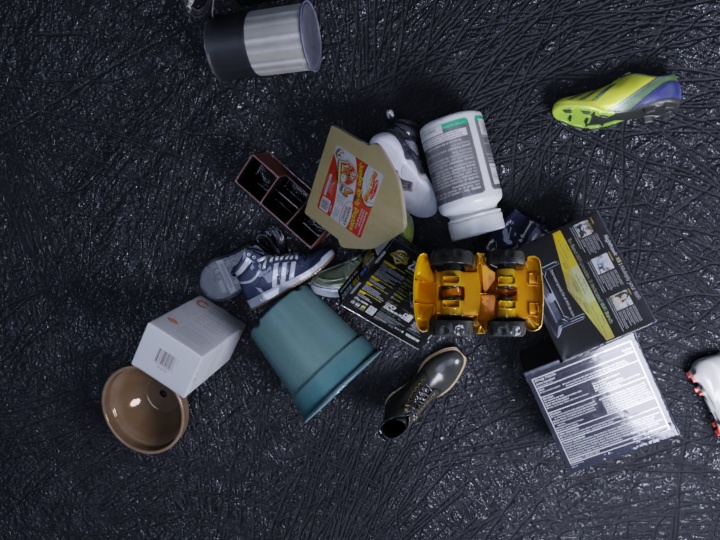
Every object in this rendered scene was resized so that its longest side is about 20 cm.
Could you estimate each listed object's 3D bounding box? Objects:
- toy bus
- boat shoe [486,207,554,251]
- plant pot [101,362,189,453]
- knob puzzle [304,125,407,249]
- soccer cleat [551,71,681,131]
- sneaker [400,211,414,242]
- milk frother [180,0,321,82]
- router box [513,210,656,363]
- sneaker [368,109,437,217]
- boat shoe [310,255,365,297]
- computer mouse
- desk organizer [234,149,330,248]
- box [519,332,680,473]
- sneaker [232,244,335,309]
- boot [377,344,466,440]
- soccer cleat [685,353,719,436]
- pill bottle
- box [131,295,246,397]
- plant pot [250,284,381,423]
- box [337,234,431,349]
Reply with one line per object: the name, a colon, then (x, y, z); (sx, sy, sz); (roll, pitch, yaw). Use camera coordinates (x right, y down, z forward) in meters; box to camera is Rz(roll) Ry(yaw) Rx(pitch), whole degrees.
toy bus: (0.193, 0.046, 0.977); (0.196, 0.192, 0.138); (0, 81, 10)
boat shoe: (0.254, -0.019, 1.063); (0.092, 0.075, 0.201); (40, 100, 9)
plant pot: (-0.453, 0.287, 1.285); (0.197, 0.093, 0.205); (3, 103, 14)
knob puzzle: (0.005, -0.127, 1.014); (0.217, 0.030, 0.223); (13, 112, 34)
soccer cleat: (0.420, -0.285, 0.972); (0.197, 0.065, 0.085); (-1, 73, 18)
sneaker: (0.032, -0.122, 1.077); (0.077, 0.090, 0.202); (-29, 96, 16)
milk frother: (-0.184, -0.431, 1.005); (0.185, 0.200, 0.184); (-3, 98, 14)
router box: (0.357, 0.027, 0.961); (0.155, 0.052, 0.203); (-24, 75, 10)
sneaker: (0.091, -0.194, 1.054); (0.075, 0.115, 0.200); (-11, 136, 33)
boat shoe: (0.000, 0.000, 1.113); (0.196, 0.072, 0.063); (-9, 126, 2)
computer mouse: (-0.231, 0.000, 1.193); (0.197, 0.053, 0.141); (-19, 96, 4)
desk organizer: (-0.138, -0.136, 1.121); (0.199, 0.077, 0.072); (41, 108, 2)
box: (0.415, 0.212, 1.041); (0.198, 0.123, 0.201); (-25, 96, 15)
sneaker: (-0.153, -0.018, 1.126); (0.198, 0.070, 0.110); (-30, 96, 8)
boot: (0.119, 0.238, 1.111); (0.077, 0.138, 0.200); (43, 107, 1)
soccer cleat: (0.648, 0.242, 1.023); (0.077, 0.069, 0.202); (-27, 92, 15)
pill bottle: (0.178, -0.160, 1.007); (0.111, 0.113, 0.203); (-14, 89, 16)
box: (-0.334, 0.144, 1.167); (0.123, 0.200, 0.098); (31, 108, 6)
plant pot: (-0.095, 0.149, 1.124); (0.196, 0.200, 0.200); (47, 108, 7)
box: (0.081, 0.039, 1.078); (0.199, 0.050, 0.160); (30, 108, -25)
